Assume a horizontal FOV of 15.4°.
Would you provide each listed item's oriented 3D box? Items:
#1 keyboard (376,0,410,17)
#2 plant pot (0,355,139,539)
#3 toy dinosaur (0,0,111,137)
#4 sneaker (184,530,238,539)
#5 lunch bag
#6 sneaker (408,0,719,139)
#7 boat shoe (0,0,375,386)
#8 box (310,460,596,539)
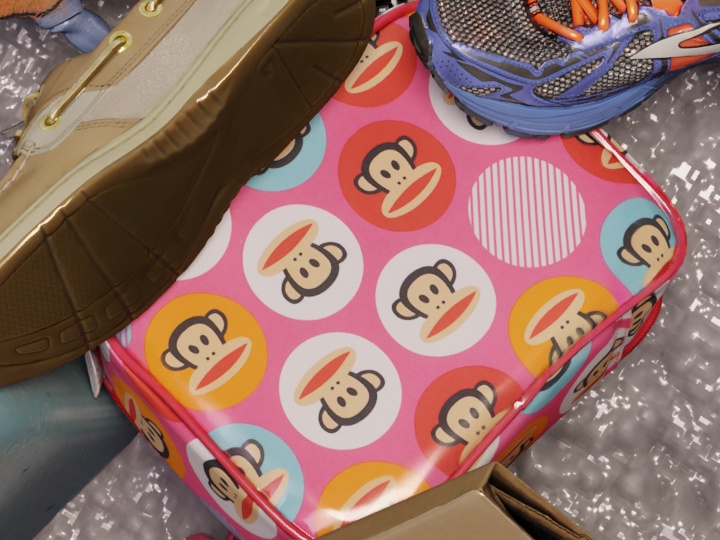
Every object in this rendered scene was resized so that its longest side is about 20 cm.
[{"bbox_3d":[0.094,-0.144,1.017,0.199,0.040,0.105,-8,89,3],"label":"keyboard"},{"bbox_3d":[-0.222,0.051,0.958,0.196,0.200,0.196,-45,85,2],"label":"plant pot"},{"bbox_3d":[-0.107,-0.134,0.984,0.181,0.200,0.105,-20,69,-27],"label":"toy dinosaur"},{"bbox_3d":[-0.078,0.156,1.014,0.199,0.079,0.096,-17,99,5],"label":"sneaker"},{"bbox_3d":[0.000,0.000,0.974,0.200,0.082,0.176,-41,78,-17],"label":"lunch bag"},{"bbox_3d":[0.111,-0.105,0.955,0.199,0.079,0.076,-13,63,-17],"label":"sneaker"},{"bbox_3d":[-0.081,-0.044,0.923,0.066,0.074,0.200,34,69,34],"label":"boat shoe"},{"bbox_3d":[0.038,0.145,0.917,0.163,0.200,0.021,40,52,-19],"label":"box"}]
